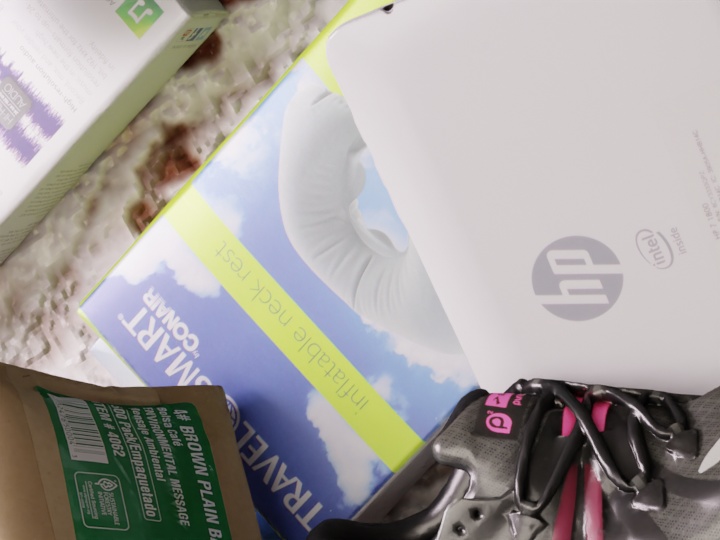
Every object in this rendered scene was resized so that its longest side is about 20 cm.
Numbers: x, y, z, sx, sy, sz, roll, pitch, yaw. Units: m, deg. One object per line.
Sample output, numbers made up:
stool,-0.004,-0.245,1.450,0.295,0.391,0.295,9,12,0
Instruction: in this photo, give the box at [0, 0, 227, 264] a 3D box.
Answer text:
box,-0.159,-0.071,1.039,0.200,0.036,0.144,-45,78,19

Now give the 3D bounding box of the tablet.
tablet,0.085,-0.007,0.907,0.130,0.014,0.200,-21,107,13

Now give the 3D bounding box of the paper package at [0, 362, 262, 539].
paper package,-0.106,0.158,0.935,0.191,0.103,0.200,-46,48,38

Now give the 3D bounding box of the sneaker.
sneaker,0.067,0.067,0.890,0.200,0.077,0.084,-31,99,15

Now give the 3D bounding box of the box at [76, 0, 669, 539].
box,0.000,0.000,0.972,0.122,0.048,0.200,47,109,13
